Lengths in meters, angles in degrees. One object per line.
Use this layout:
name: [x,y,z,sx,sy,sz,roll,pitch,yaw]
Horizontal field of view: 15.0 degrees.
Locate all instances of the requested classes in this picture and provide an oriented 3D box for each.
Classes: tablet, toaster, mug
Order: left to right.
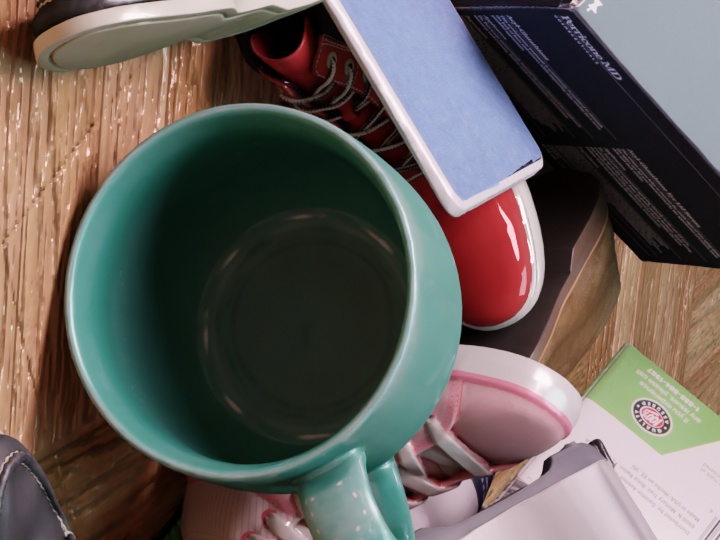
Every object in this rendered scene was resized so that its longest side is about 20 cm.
mug: [-0.036,0.032,1.142,0.114,0.151,0.186,31,67,-72]
tablet: [0.012,-0.121,1.241,0.200,0.014,0.130,59,24,1]
toaster: [0.072,0.166,1.200,0.200,0.129,0.114,-24,165,-43]

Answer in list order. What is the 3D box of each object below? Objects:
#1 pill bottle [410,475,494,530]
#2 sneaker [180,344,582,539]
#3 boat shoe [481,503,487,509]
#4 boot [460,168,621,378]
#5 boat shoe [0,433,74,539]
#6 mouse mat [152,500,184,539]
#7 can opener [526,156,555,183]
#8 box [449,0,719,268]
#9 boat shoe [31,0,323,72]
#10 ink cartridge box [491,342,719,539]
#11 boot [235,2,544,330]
pill bottle: [0.018,0.082,1.393,0.111,0.111,0.200,81,27,-44]
sneaker: [0.003,0.094,1.216,0.075,0.200,0.105,44,51,-45]
boat shoe: [0.034,0.128,1.534,0.200,0.064,0.072,40,62,-69]
boot: [0.074,0.045,1.338,0.200,0.073,0.076,-54,136,-31]
boat shoe: [-0.117,0.144,1.075,0.075,0.066,0.200,-57,151,-49]
mouse mat: [-0.091,0.209,1.304,0.161,0.008,0.201,-52,145,-55]
can opener: [0.095,-0.090,1.446,0.200,0.053,0.067,-50,146,-45]
box: [0.140,-0.089,1.335,0.200,0.141,0.079,45,74,-27]
boat shoe: [-0.074,-0.125,1.094,0.199,0.074,0.066,-21,92,-56]
ink cartridge box: [0.122,0.158,1.341,0.200,0.146,0.084,-46,172,-33]
boot: [0.008,-0.059,1.259,0.200,0.072,0.144,63,21,5]
